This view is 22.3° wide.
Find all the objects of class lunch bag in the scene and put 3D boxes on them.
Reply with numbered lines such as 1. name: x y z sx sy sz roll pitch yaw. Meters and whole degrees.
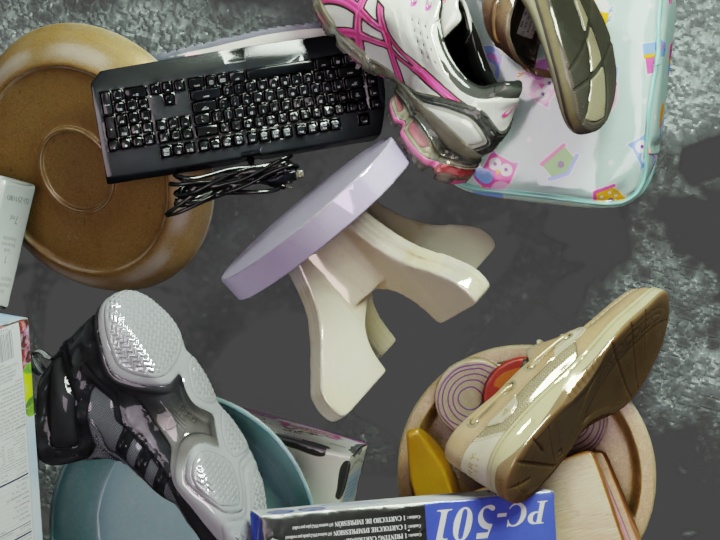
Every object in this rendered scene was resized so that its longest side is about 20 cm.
1. lunch bag: 0.129 -0.147 1.242 0.159 0.077 0.202 6 94 15

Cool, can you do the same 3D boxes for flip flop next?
1. flip flop: 0.103 -0.175 1.172 0.057 0.081 0.201 -32 83 31

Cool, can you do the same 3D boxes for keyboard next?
1. keyboard: -0.076 -0.098 1.232 0.198 0.040 0.105 -11 98 -9

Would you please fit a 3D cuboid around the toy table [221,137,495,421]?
1. toy table: 0.000 0.000 1.238 0.184 0.200 0.117 -45 97 -19

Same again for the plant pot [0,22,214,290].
1. plant pot: -0.196 -0.074 1.295 0.198 0.027 0.202 11 117 22

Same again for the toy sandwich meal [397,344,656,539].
1. toy sandwich meal: 0.115 0.154 1.274 0.203 0.070 0.207 1 95 10

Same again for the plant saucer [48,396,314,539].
1. plant saucer: -0.119 0.182 1.276 0.198 0.036 0.202 1 93 14

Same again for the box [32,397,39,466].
1. box: -0.326 0.177 1.354 0.140 0.079 0.202 18 98 12

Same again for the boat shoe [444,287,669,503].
1. boat shoe: 0.136 0.071 1.228 0.064 0.200 0.072 25 140 35

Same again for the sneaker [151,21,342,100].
1. sneaker: -0.100 -0.119 1.290 0.198 0.070 0.083 -11 90 13

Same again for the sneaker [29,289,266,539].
1. sneaker: -0.147 0.121 1.228 0.113 0.075 0.201 -27 92 25

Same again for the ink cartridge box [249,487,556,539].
1. ink cartridge box: 0.031 0.197 1.200 0.198 0.044 0.095 -4 90 -13

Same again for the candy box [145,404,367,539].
1. candy box: -0.085 0.206 1.320 0.135 0.061 0.202 15 98 11

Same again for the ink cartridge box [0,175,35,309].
1. ink cartridge box: -0.343 0.001 1.323 0.199 0.043 0.175 13 91 26

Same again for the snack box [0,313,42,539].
1. snack box: -0.299 0.124 1.231 0.167 0.068 0.202 7 107 32

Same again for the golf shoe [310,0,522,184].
1. golf shoe: 0.038 -0.158 1.201 0.092 0.072 0.201 -49 65 33
